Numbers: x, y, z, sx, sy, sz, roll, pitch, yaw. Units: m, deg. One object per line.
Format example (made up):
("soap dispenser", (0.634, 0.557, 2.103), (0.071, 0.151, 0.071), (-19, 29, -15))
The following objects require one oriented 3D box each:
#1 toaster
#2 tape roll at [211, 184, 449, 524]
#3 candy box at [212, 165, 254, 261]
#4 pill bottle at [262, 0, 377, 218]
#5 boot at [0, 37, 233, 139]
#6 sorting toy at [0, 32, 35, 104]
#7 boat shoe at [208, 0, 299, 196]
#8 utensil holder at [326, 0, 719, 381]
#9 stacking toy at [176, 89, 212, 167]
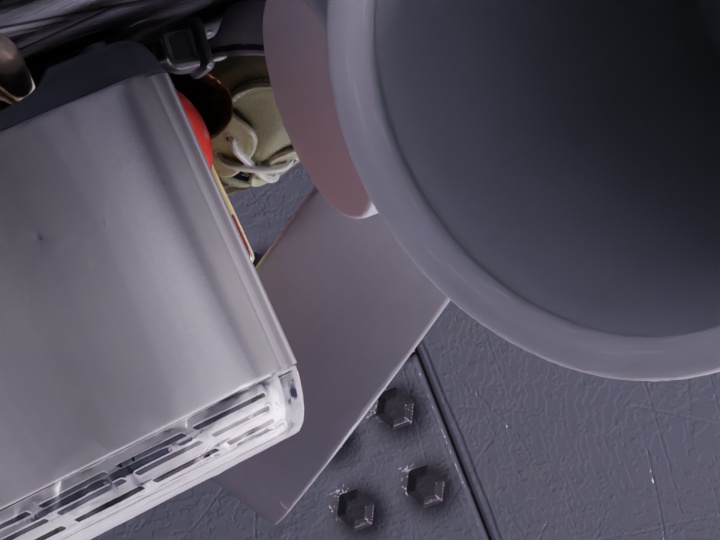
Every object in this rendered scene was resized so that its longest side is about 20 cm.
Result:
("toaster", (-0.105, 0.021, 0.851), (0.200, 0.129, 0.114), (-26, 178, -24))
("tape roll", (0.000, 0.000, 1.119), (0.200, 0.066, 0.200), (-53, 180, 0))
("candy box", (-0.115, 0.017, 1.094), (0.115, 0.055, 0.200), (-21, 170, -15))
("pill bottle", (0.072, -0.091, 1.001), (0.200, 0.113, 0.113), (-21, -179, -19))
("boot", (-0.119, -0.042, 1.136), (0.155, 0.074, 0.200), (-25, -178, 15))
("sorting toy", (-0.196, -0.024, 0.894), (0.200, 0.037, 0.185), (-21, -179, -5))
("boat shoe", (-0.040, -0.064, 1.166), (0.072, 0.062, 0.200), (15, 168, -20))
("utensil holder", (0.115, -0.076, 0.820), (0.170, 0.170, 0.200), (-21, -178, 38))
("stacking toy", (-0.137, -0.001, 0.945), (0.200, 0.085, 0.085), (-33, -175, -19))
